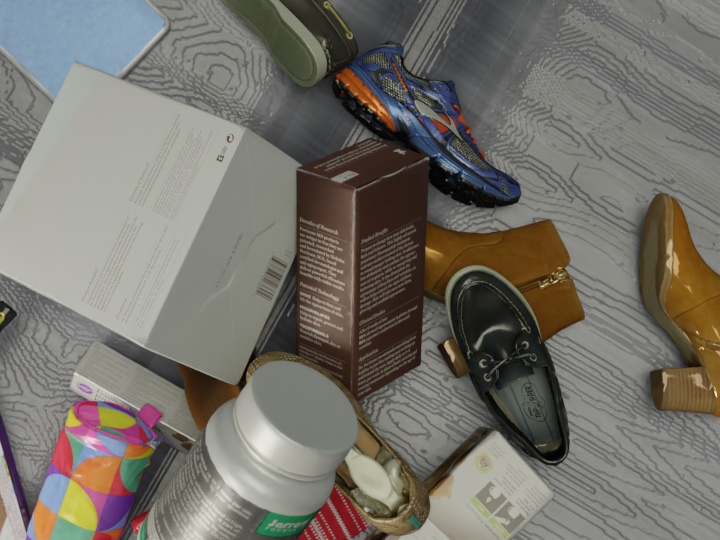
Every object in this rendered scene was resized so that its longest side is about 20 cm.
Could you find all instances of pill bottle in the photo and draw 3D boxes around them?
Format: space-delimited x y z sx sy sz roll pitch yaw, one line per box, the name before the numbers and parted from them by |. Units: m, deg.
pill bottle | -0.089 0.173 1.300 0.113 0.113 0.201 34 122 1

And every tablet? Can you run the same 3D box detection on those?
tablet | -0.285 -0.248 1.495 0.200 0.014 0.130 44 85 0

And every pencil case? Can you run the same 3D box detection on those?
pencil case | -0.236 0.209 1.408 0.088 0.088 0.201 23 102 0

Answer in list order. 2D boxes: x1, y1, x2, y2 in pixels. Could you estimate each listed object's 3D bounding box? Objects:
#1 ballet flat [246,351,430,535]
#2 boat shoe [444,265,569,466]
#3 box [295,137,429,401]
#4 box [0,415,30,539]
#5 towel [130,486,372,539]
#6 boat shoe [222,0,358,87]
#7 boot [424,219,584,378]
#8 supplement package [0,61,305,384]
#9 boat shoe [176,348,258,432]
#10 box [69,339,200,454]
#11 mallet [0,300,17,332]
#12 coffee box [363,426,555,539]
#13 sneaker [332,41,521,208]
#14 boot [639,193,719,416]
ballet flat | -0.019 0.137 1.355 0.200 0.065 0.071 41 85 10
boat shoe | 0.133 0.089 1.422 0.074 0.066 0.201 -21 115 0
box | 0.000 0.000 1.398 0.075 0.100 0.202 22 122 34
box | -0.382 0.162 1.448 0.136 0.039 0.202 -16 87 -3
towel | -0.087 0.215 1.431 0.199 0.023 0.145 -31 123 -4
boat shoe | -0.081 -0.256 1.480 0.060 0.072 0.202 -30 78 -32
boot | 0.106 -0.017 1.474 0.143 0.071 0.202 -28 93 -9
supplement package | -0.172 -0.039 1.380 0.199 0.147 0.193 23 85 32
boat shoe | -0.129 0.068 1.447 0.070 0.070 0.202 -25 64 21
box | -0.162 0.132 1.455 0.199 0.039 0.042 29 59 -1
mallet | -0.361 0.116 1.415 0.200 0.041 0.066 -44 86 -7
coffee box | 0.066 0.233 1.425 0.200 0.114 0.080 -44 88 -5
sneaker | 0.070 -0.132 1.474 0.200 0.075 0.079 41 82 -1
boot | 0.331 0.030 1.474 0.142 0.071 0.203 -3 90 -9
